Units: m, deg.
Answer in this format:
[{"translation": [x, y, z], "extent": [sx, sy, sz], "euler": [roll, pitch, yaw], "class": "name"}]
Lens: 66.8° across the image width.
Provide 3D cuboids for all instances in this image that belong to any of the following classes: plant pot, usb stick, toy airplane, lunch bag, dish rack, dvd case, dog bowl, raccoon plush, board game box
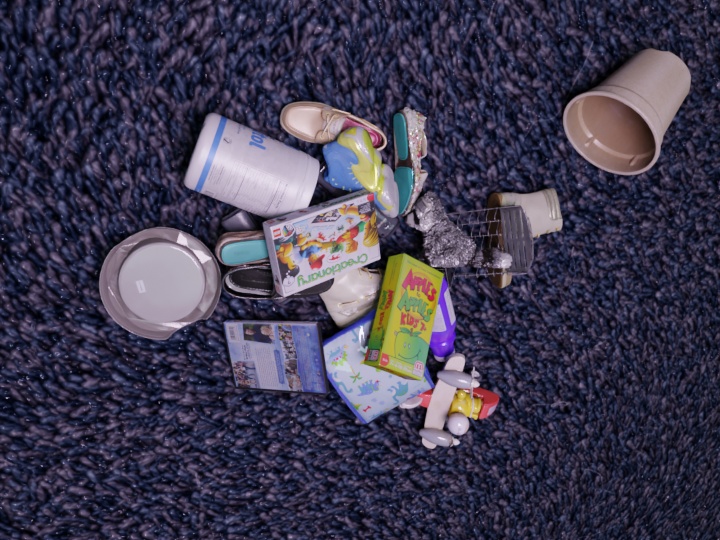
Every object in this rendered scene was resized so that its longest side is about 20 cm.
[{"translation": [0.541, -0.326, 1.083], "extent": [0.184, 0.200, 0.201], "euler": [-46, 112, -13], "class": "plant pot"}, {"translation": [-0.182, -0.026, 1.007], "extent": [0.055, 0.033, 0.201], "euler": [-33, 111, -4], "class": "usb stick"}, {"translation": [0.178, 0.281, 1.144], "extent": [0.198, 0.142, 0.200], "euler": [-34, 123, 11], "class": "toy airplane"}, {"translation": [0.023, 0.172, 1.060], "extent": [0.169, 0.128, 0.201], "euler": [-31, 127, 5], "class": "lunch bag"}, {"translation": [-0.006, -0.137, 1.039], "extent": [0.200, 0.033, 0.056], "euler": [40, 90, -22], "class": "usb stick"}, {"translation": [0.236, -0.049, 1.076], "extent": [0.198, 0.055, 0.155], "euler": [-5, 109, 23], "class": "dish rack"}, {"translation": [-0.159, 0.162, 1.022], "extent": [0.198, 0.018, 0.144], "euler": [0, 109, 19], "class": "dvd case"}, {"translation": [-0.348, 0.018, 0.964], "extent": [0.198, 0.059, 0.202], "euler": [-4, 105, -15], "class": "dog bowl"}, {"translation": [0.184, -0.078, 1.027], "extent": [0.198, 0.097, 0.136], "euler": [1, 99, -6], "class": "raccoon plush"}, {"translation": [-0.060, -0.049, 0.928], "extent": [0.199, 0.035, 0.127], "euler": [-22, 120, -26], "class": "board game box"}, {"translation": [0.080, 0.083, 0.974], "extent": [0.101, 0.047, 0.202], "euler": [25, 70, -30], "class": "board game box"}]

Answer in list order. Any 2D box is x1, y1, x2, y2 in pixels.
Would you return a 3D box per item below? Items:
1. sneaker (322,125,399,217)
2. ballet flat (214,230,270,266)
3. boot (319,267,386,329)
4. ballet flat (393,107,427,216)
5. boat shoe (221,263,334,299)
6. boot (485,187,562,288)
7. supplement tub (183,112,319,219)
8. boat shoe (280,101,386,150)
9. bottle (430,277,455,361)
[{"translation": [-0.002, -0.169, 0.989], "extent": [0.104, 0.076, 0.201], "euler": [-11, 134, 22], "class": "sneaker"}, {"translation": [-0.153, -0.048, 0.949], "extent": [0.198, 0.067, 0.069], "euler": [-1, 112, -25], "class": "ballet flat"}, {"translation": [0.000, 0.000, 1.047], "extent": [0.199, 0.072, 0.155], "euler": [-35, 111, 2], "class": "boot"}, {"translation": [0.099, -0.204, 1.035], "extent": [0.063, 0.075, 0.202], "euler": [-11, 111, -30], "class": "ballet flat"}, {"translation": [-0.145, 0.021, 0.971], "extent": [0.199, 0.063, 0.074], "euler": [3, 110, -5], "class": "boat shoe"}, {"translation": [0.343, -0.068, 1.143], "extent": [0.153, 0.072, 0.202], "euler": [-8, 106, -17], "class": "boot"}, {"translation": [-0.184, -0.167, 0.926], "extent": [0.198, 0.132, 0.133], "euler": [19, 98, -21], "class": "supplement tub"}, {"translation": [-0.043, -0.256, 0.977], "extent": [0.198, 0.069, 0.074], "euler": [8, 102, -19], "class": "boat shoe"}, {"translation": [0.153, 0.099, 1.120], "extent": [0.065, 0.083, 0.201], "euler": [-49, 131, -39], "class": "bottle"}]
